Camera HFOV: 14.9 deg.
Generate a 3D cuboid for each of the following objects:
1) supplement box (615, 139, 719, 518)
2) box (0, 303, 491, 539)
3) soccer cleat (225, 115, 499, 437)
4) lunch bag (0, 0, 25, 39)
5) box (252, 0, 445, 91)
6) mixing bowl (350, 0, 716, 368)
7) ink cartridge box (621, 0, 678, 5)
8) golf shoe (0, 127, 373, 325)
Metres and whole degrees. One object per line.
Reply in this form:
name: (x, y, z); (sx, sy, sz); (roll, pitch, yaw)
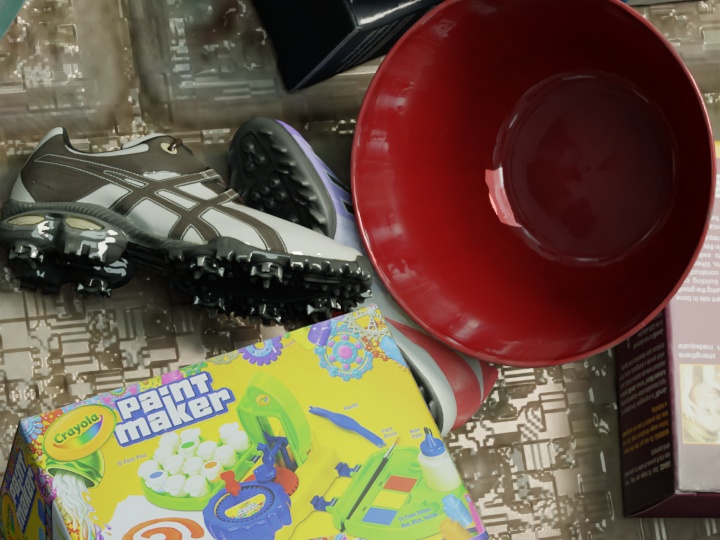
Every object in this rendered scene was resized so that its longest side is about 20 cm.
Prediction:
supplement box: (0.205, 0.034, 1.538); (0.110, 0.086, 0.201); (2, 76, -15)
box: (-0.052, 0.150, 1.380); (0.199, 0.122, 0.193); (-17, 68, -22)
soccer cleat: (0.000, 0.000, 1.497); (0.073, 0.068, 0.201); (-30, 85, -46)
lunch bag: (-0.210, -0.225, 1.379); (0.170, 0.200, 0.122); (28, 50, -18)
box: (0.020, -0.235, 1.525); (0.199, 0.117, 0.198); (-24, 86, -24)
mixing bowl: (0.105, -0.054, 1.463); (0.199, 0.108, 0.202); (2, 95, 22)
ink cartridge box: (0.179, -0.267, 1.587); (0.067, 0.116, 0.201); (-8, 79, -20)
golf shoe: (-0.087, -0.030, 1.442); (0.199, 0.078, 0.095); (10, 63, 0)
